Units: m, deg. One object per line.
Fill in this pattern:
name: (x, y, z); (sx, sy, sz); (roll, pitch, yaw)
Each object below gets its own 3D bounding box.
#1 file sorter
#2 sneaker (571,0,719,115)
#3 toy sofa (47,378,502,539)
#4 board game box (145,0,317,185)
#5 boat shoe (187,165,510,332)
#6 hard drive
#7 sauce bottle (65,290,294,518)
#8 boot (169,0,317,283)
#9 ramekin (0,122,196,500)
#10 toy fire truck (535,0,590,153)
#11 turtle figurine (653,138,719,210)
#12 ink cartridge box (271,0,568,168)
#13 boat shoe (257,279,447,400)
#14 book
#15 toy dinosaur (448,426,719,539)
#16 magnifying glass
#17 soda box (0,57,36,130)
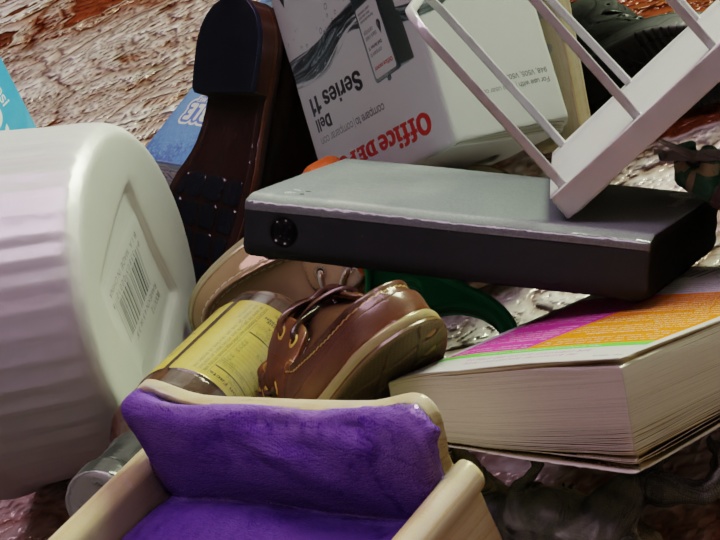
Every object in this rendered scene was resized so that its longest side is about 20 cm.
file sorter: (0.130, -0.147, 1.083); (0.200, 0.125, 0.139); (-43, 4, 12)
sneaker: (0.154, -0.135, 1.377); (0.199, 0.060, 0.104); (-15, 30, 33)
toy sofa: (-0.041, 0.112, 0.978); (0.199, 0.098, 0.083); (1, 35, 42)
board game box: (-0.025, -0.126, 1.491); (0.199, 0.043, 0.199); (11, 60, 52)
boat shoe: (0.000, 0.000, 1.248); (0.199, 0.072, 0.065); (-23, 24, 3)
hard drive: (0.062, -0.022, 1.113); (0.199, 0.033, 0.139); (7, 12, 20)
sauce bottle: (-0.085, 0.074, 1.153); (0.064, 0.065, 0.200); (-11, 17, 28)
boot: (-0.056, -0.054, 1.354); (0.074, 0.201, 0.097); (15, 5, 43)
ramekin: (-0.159, 0.016, 1.225); (0.097, 0.201, 0.201); (-9, 28, 15)
toy fire truck: (0.092, -0.163, 1.319); (0.176, 0.128, 0.201); (-38, 20, 55)
turtle figurine: (0.218, -0.054, 1.072); (0.149, 0.101, 0.200); (-23, 11, 39)
ink cartridge box: (0.021, -0.150, 1.275); (0.083, 0.201, 0.146); (-14, -6, -31)
boat shoe: (-0.015, 0.043, 1.070); (0.072, 0.068, 0.200); (-27, -11, -19)
book: (0.126, 0.034, 1.027); (0.133, 0.048, 0.199); (0, 14, 44)
toy dinosaur: (0.114, 0.102, 0.982); (0.088, 0.048, 0.199); (-39, 35, -26)
magnifying glass: (0.020, 0.010, 1.184); (0.079, 0.022, 0.200); (-28, 50, -6)
soda box: (-0.215, -0.033, 1.358); (0.064, 0.201, 0.068); (-6, 32, 35)
